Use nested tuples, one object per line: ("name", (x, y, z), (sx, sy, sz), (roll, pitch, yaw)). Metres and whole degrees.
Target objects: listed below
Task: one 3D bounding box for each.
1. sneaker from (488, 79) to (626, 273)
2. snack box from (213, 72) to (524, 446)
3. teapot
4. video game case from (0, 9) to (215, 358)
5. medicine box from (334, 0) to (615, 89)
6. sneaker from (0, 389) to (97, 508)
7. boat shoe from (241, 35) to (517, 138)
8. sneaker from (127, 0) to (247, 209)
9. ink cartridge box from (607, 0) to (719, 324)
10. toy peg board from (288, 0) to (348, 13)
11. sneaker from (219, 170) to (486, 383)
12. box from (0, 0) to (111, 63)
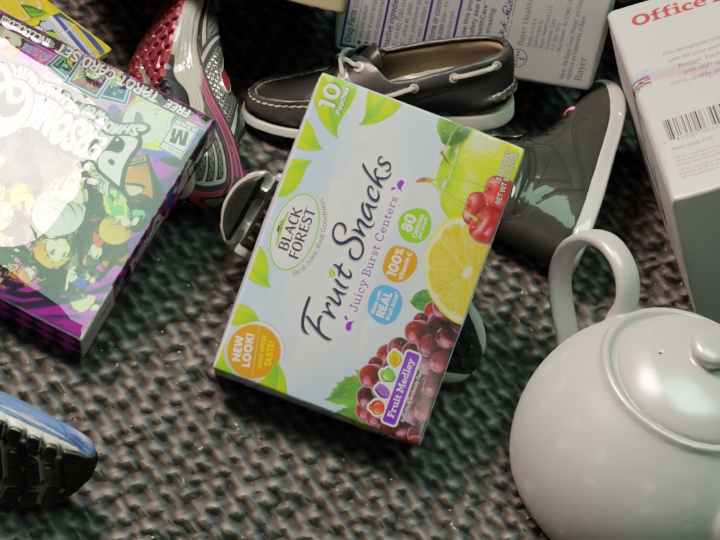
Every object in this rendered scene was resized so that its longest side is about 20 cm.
("sneaker", (0.130, -0.087, 1.808), (0.099, 0.071, 0.201), (22, 43, -2))
("snack box", (0.005, -0.006, 1.596), (0.141, 0.053, 0.201), (20, 84, 0))
("teapot", (0.195, 0.092, 1.592), (0.199, 0.147, 0.198), (21, 41, 0))
("video game case", (-0.222, -0.066, 1.616), (0.199, 0.036, 0.182), (27, 67, 6))
("medicine box", (0.082, -0.233, 1.882), (0.199, 0.103, 0.183), (9, 30, -6))
("sneaker", (-0.243, 0.068, 1.484), (0.199, 0.079, 0.089), (25, 44, 4))
("boat shoe", (0.013, -0.134, 1.789), (0.199, 0.061, 0.074), (-1, 35, -1))
("sneaker", (-0.118, -0.121, 1.744), (0.074, 0.081, 0.201), (22, 46, -25))
("ink cartridge box", (0.277, -0.091, 1.782), (0.146, 0.146, 0.201), (-16, 46, 4))
("toy peg board", (-0.106, -0.263, 1.806), (0.199, 0.098, 0.199), (13, 9, -10))
("sneaker", (0.000, 0.000, 1.666), (0.200, 0.075, 0.081), (37, 5, 0))
("box", (-0.272, -0.173, 1.736), (0.200, 0.064, 0.070), (38, 44, 17))
